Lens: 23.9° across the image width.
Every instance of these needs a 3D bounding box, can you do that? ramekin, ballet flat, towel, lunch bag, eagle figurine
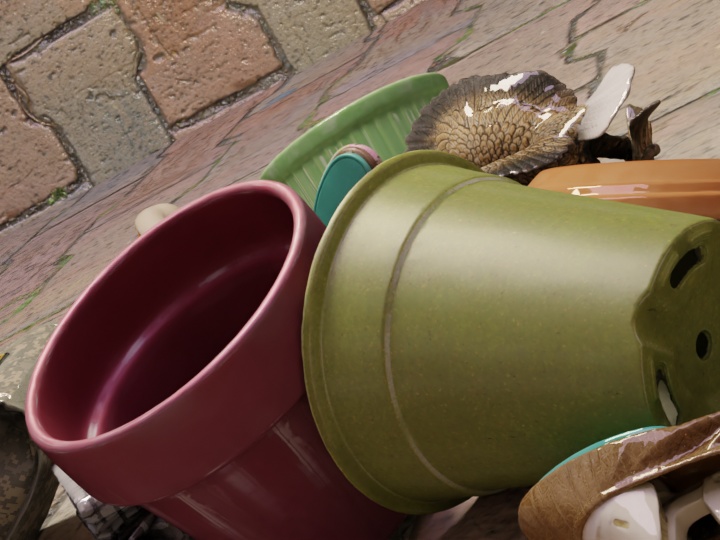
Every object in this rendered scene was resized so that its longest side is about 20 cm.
[{"bbox_3d":[0.015,-0.084,1.547,0.199,0.098,0.200,-29,-9,-5],"label":"ramekin"},{"bbox_3d":[0.159,0.101,0.755,0.199,0.068,0.073,-22,34,21],"label":"ballet flat"},{"bbox_3d":[0.000,0.000,1.225,0.069,0.202,0.071,23,27,36],"label":"ballet flat"},{"bbox_3d":[-0.121,0.137,1.191,0.165,0.086,0.200,-33,11,-14],"label":"towel"},{"bbox_3d":[-0.283,0.140,1.304,0.201,0.117,0.164,-61,3,20],"label":"lunch bag"},{"bbox_3d":[0.123,-0.077,1.280,0.198,0.152,0.152,4,-4,6],"label":"eagle figurine"}]

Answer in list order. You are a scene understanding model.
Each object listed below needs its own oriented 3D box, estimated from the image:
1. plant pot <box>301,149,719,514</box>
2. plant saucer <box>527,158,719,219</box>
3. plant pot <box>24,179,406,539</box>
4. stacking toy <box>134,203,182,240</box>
[{"bbox_3d":[0.104,0.036,0.879,0.189,0.201,0.200,2,33,45],"label":"plant pot"},{"bbox_3d":[0.188,-0.045,1.039,0.198,0.038,0.200,-2,0,0],"label":"plant saucer"},{"bbox_3d":[-0.062,0.080,0.980,0.199,0.179,0.201,-30,29,19],"label":"plant pot"},{"bbox_3d":[-0.150,0.059,1.400,0.146,0.145,0.201,-97,32,-76],"label":"stacking toy"}]
